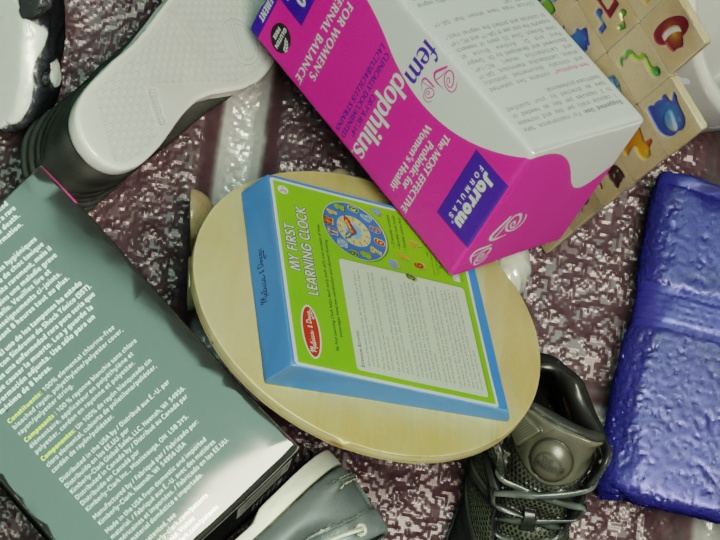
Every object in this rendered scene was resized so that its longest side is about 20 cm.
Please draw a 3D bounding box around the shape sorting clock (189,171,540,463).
[{"bbox_3d":[0.003,0.022,1.019,0.198,0.039,0.201,19,40,-17],"label":"shape sorting clock"}]

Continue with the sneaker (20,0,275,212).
[{"bbox_3d":[-0.126,-0.103,1.113,0.071,0.099,0.200,53,45,-10],"label":"sneaker"}]

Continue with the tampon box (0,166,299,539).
[{"bbox_3d":[-0.146,0.072,1.027,0.126,0.150,0.200,-41,84,-12],"label":"tampon box"}]

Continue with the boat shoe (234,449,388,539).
[{"bbox_3d":[-0.065,0.188,1.050,0.062,0.073,0.200,42,72,9],"label":"boat shoe"}]

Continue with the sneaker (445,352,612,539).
[{"bbox_3d":[0.088,0.140,1.055,0.075,0.114,0.202,11,78,-1],"label":"sneaker"}]

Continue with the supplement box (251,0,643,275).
[{"bbox_3d":[0.045,-0.111,1.075,0.103,0.102,0.200,-19,61,-43],"label":"supplement box"}]

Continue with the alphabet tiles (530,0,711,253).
[{"bbox_3d":[0.114,-0.122,1.080,0.008,0.200,0.168,-23,79,-34],"label":"alphabet tiles"}]

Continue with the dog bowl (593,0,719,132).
[{"bbox_3d":[0.215,-0.173,1.101,0.058,0.200,0.201,14,71,42],"label":"dog bowl"}]

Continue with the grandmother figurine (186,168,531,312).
[{"bbox_3d":[0.000,0.000,1.107,0.197,0.061,0.123,1,85,-3],"label":"grandmother figurine"}]

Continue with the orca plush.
[{"bbox_3d":[-0.210,-0.181,1.138,0.105,0.071,0.201,-36,74,33],"label":"orca plush"}]

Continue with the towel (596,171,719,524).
[{"bbox_3d":[0.223,0.053,1.124,0.146,0.050,0.202,14,74,1],"label":"towel"}]
